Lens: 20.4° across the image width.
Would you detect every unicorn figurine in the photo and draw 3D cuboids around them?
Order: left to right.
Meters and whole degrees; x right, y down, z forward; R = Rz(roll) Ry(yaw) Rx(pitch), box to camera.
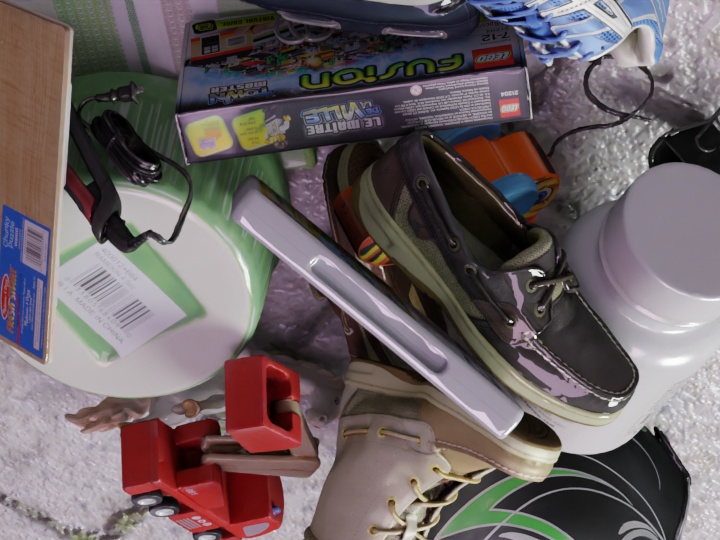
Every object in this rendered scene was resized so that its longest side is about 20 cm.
[{"bbox_3d":[-0.095,0.084,1.377,0.199,0.137,0.075,7,93,31],"label":"unicorn figurine"}]

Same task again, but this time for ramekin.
[{"bbox_3d":[-0.145,-0.015,1.250,0.198,0.098,0.201,2,130,3],"label":"ramekin"}]

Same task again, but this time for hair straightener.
[{"bbox_3d":[-0.156,-0.087,1.155,0.077,0.200,0.041,-34,150,-11],"label":"hair straightener"}]

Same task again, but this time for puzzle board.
[{"bbox_3d":[-0.219,-0.063,1.166,0.150,0.017,0.202,24,117,38],"label":"puzzle board"}]

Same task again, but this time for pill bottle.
[{"bbox_3d":[0.161,0.022,1.211,0.113,0.115,0.200,18,148,-8],"label":"pill bottle"}]

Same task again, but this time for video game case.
[{"bbox_3d":[0.003,0.015,1.106,0.182,0.200,0.023,40,92,-6],"label":"video game case"}]

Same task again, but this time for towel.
[{"bbox_3d":[-0.134,-0.113,1.246,0.198,0.031,0.150,-3,131,11],"label":"towel"}]

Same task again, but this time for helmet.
[{"bbox_3d":[0.104,0.163,1.348,0.190,0.201,0.201,27,130,-5],"label":"helmet"}]

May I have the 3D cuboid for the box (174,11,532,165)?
[{"bbox_3d":[-0.004,-0.116,1.152,0.198,0.110,0.035,-8,125,4],"label":"box"}]

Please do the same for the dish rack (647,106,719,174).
[{"bbox_3d":[0.272,-0.071,1.152,0.154,0.054,0.200,48,141,9],"label":"dish rack"}]

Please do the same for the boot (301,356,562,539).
[{"bbox_3d":[0.036,0.145,1.230,0.072,0.156,0.199,21,177,-34],"label":"boot"}]

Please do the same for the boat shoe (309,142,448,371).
[{"bbox_3d":[-0.002,0.004,1.304,0.074,0.075,0.203,-1,130,21],"label":"boat shoe"}]

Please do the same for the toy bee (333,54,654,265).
[{"bbox_3d":[0.082,-0.044,1.225,0.198,0.132,0.109,-5,156,-1],"label":"toy bee"}]

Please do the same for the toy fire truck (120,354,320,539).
[{"bbox_3d":[-0.079,0.123,1.307,0.140,0.049,0.200,-13,153,18],"label":"toy fire truck"}]

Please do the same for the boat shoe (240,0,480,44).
[{"bbox_3d":[-0.025,-0.170,1.140,0.198,0.075,0.062,7,148,20],"label":"boat shoe"}]

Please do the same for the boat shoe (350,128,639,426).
[{"bbox_3d":[0.083,0.003,1.115,0.201,0.072,0.066,43,134,-1],"label":"boat shoe"}]

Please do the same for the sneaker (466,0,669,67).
[{"bbox_3d":[0.106,-0.152,1.076,0.199,0.078,0.075,-2,180,-42],"label":"sneaker"}]
